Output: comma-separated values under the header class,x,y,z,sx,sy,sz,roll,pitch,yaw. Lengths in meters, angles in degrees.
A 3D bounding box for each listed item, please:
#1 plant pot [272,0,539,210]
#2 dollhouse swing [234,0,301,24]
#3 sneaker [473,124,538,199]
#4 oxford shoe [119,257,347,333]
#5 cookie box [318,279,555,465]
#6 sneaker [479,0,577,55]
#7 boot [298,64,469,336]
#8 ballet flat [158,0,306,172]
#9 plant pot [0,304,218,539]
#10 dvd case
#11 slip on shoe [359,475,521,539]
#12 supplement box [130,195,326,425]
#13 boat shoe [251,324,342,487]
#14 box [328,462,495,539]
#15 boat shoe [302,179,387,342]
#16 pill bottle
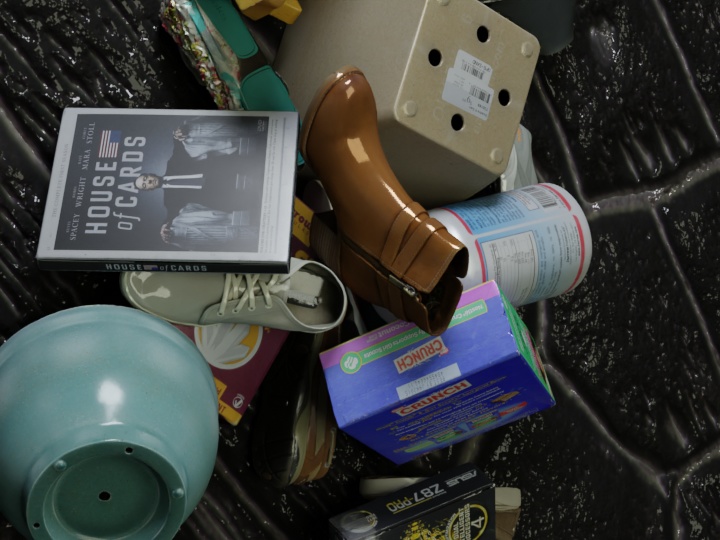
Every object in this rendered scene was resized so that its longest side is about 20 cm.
class,x,y,z,sx,sy,sz,roll,pitch,yaw
plant pot,0.047,-0.169,1.221,0.199,0.177,0.201,24,76,-33
dollhouse swing,-0.022,-0.288,1.099,0.181,0.176,0.200,17,117,-49
sneaker,0.151,-0.059,1.361,0.079,0.074,0.201,1,90,-40
oxford shoe,-0.097,0.013,1.086,0.199,0.058,0.076,10,84,-23
cookie box,0.075,0.099,1.198,0.200,0.171,0.075,47,22,-66
sneaker,0.144,-0.264,1.352,0.199,0.075,0.107,-14,120,-21
boot,0.021,-0.052,1.070,0.076,0.155,0.201,-20,132,-36
ballet flat,-0.112,-0.167,1.158,0.076,0.064,0.201,-27,89,-47
plant pot,-0.201,0.147,1.027,0.199,0.134,0.201,-6,118,-12
dvd case,-0.152,-0.066,1.072,0.199,0.025,0.151,1,59,1
slip on shoe,0.082,0.239,1.317,0.199,0.076,0.061,15,75,-42
supplement box,-0.118,0.021,1.162,0.110,0.086,0.201,40,69,-28
boat shoe,-0.047,0.101,1.229,0.074,0.075,0.201,11,91,-42
box,0.053,0.297,1.260,0.161,0.049,0.201,-15,120,-23
boat shoe,0.000,0.000,1.252,0.062,0.071,0.201,-25,110,-21
pill bottle,0.107,-0.011,1.223,0.199,0.109,0.109,-14,99,-29
